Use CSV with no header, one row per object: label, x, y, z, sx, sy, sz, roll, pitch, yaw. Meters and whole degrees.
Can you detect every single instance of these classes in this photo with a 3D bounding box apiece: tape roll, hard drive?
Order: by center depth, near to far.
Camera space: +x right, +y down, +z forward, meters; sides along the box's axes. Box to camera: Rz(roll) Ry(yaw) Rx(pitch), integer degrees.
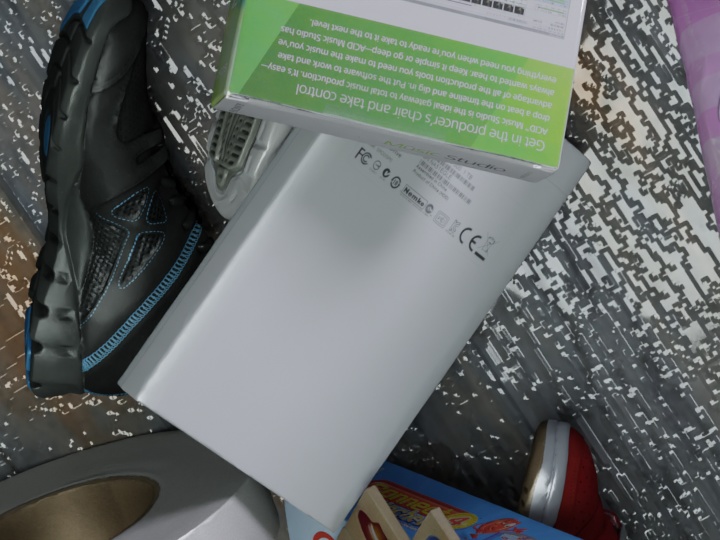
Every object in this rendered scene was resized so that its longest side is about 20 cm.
hard drive,0.000,0.000,1.287,0.132,0.027,0.200,37,86,-38
tape roll,-0.135,0.131,1.338,0.202,0.203,0.037,-17,105,15

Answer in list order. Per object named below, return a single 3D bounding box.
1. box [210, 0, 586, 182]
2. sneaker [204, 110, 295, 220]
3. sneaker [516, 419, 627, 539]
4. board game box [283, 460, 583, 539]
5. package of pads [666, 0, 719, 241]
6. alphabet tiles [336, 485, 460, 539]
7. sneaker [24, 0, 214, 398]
box,0.027,-0.148,1.234,0.144,0.036,0.201,13,78,-11
sneaker,0.007,-0.107,1.309,0.099,0.078,0.201,17,102,-29
sneaker,0.125,0.162,1.375,0.112,0.071,0.201,5,118,12
board game box,0.055,0.204,1.341,0.056,0.200,0.196,-19,112,-31
package of pads,0.201,-0.052,1.227,0.120,0.200,0.076,-20,142,17
alphabet tiles,0.042,0.199,1.298,0.200,0.008,0.167,56,147,22
sneaker,-0.107,-0.036,1.354,0.082,0.073,0.201,3,116,-9
